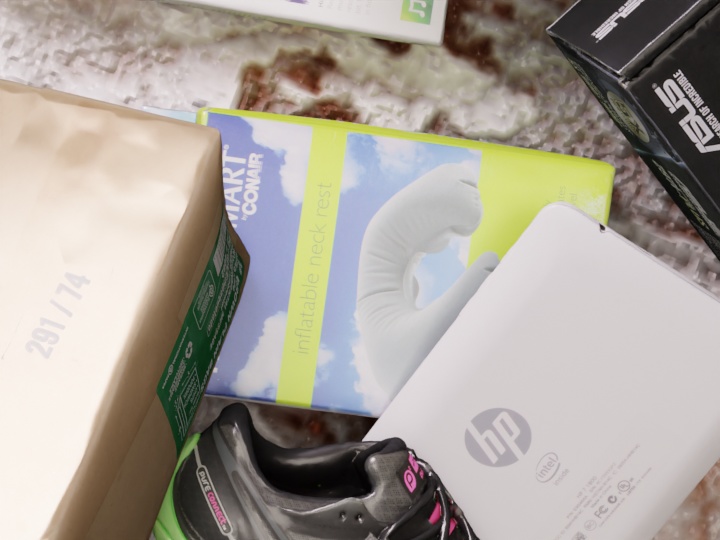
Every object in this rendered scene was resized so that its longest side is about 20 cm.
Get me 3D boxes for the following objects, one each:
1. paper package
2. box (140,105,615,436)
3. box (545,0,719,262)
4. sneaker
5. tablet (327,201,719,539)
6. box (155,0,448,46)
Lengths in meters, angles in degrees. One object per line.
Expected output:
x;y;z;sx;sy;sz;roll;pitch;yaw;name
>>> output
-0.160;0.033;1.156;0.190;0.104;0.200;13;62;12;paper package
0.000;0.000;1.259;0.199;0.048;0.122;7;92;-6;box
0.204;-0.070;1.225;0.164;0.086;0.200;-40;114;-2;box
0.015;0.115;1.210;0.200;0.077;0.084;23;106;-13;sneaker
0.074;0.077;1.243;0.130;0.014;0.200;31;110;-16;tablet
-0.052;-0.180;1.251;0.199;0.036;0.145;10;92;-7;box
